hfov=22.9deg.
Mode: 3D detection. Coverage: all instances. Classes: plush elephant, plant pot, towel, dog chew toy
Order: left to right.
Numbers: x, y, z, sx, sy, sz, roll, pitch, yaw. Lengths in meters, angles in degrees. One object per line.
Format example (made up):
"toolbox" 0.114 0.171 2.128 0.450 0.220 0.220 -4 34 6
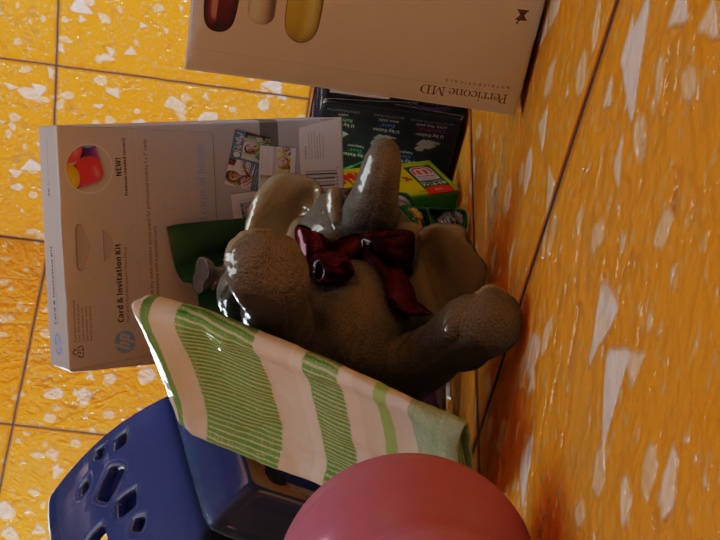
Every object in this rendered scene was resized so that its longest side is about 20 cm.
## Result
"plant pot" -0.074 0.180 1.186 0.180 0.200 0.200 -55 30 21
"towel" -0.028 0.085 0.988 0.023 0.200 0.153 -57 -22 -25
"plush elephant" 0.000 0.000 1.038 0.200 0.165 0.155 110 169 -58
"dog chew toy" 0.031 0.161 0.784 0.200 0.124 0.125 -125 42 -70

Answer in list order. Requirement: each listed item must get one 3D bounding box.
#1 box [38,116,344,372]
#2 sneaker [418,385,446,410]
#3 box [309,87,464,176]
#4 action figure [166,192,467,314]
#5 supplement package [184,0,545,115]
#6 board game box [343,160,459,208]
"box" -0.105 -0.021 1.163 0.041 0.200 0.156 6 100 60
"sneaker" 0.026 0.066 1.182 0.200 0.080 0.088 -91 17 -62
"box" 0.011 -0.094 1.370 0.200 0.106 0.122 102 173 -48
"action figure" -0.013 -0.007 1.155 0.055 0.200 0.118 -33 79 59
"supplement package" 0.003 -0.191 1.063 0.156 0.200 0.111 -90 8 -52
"board game box" 0.001 0.022 1.297 0.048 0.102 0.200 47 136 46
